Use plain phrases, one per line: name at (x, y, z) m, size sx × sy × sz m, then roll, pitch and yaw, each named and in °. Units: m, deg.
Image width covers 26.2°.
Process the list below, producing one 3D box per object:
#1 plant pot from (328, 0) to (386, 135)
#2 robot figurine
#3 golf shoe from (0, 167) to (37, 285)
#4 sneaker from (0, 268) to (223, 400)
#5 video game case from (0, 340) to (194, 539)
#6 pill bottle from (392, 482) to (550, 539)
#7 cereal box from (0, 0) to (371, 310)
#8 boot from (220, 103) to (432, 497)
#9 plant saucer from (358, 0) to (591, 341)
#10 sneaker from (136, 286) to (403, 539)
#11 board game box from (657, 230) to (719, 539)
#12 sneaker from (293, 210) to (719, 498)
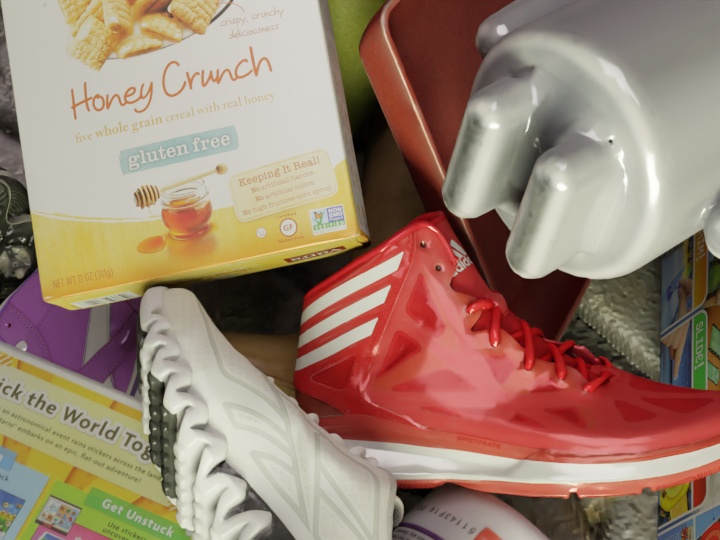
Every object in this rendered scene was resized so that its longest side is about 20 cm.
plant pot at (-0.056, -0.120, 0.779) m, size 0.185 × 0.188 × 0.202 m, roll 16°, pitch 67°, yaw 12°
robot figurine at (0.126, -0.071, 0.680) m, size 0.199 × 0.113 × 0.170 m, roll -27°, pitch 63°, yaw -32°
golf shoe at (-0.258, 0.012, 0.805) m, size 0.199 × 0.078 × 0.088 m, roll -29°, pitch 31°, yaw -6°
sneaker at (-0.142, 0.076, 0.759) m, size 0.113 × 0.073 × 0.202 m, roll 2°, pitch 53°, yaw 14°
video game case at (-0.155, 0.125, 0.660) m, size 0.198 × 0.023 × 0.183 m, roll 20°, pitch 61°, yaw 14°
pill bottle at (0.006, 0.195, 0.649) m, size 0.111 × 0.112 × 0.200 m, roll 39°, pitch 67°, yaw 23°
cereal box at (-0.082, -0.095, 0.679) m, size 0.142 × 0.040 × 0.203 m, roll -12°, pitch 81°, yaw 8°
boot at (0.000, 0.000, 0.781) m, size 0.174 × 0.066 × 0.202 m, roll 22°, pitch 59°, yaw -18°
plant saucer at (0.073, -0.083, 0.761) m, size 0.036 × 0.201 × 0.200 m, roll -3°, pitch 35°, yaw 35°
sneaker at (-0.033, 0.087, 0.628) m, size 0.080 × 0.075 × 0.201 m, roll -20°, pitch 61°, yaw -20°
board game box at (0.189, 0.048, 0.715) m, size 0.034 × 0.135 × 0.202 m, roll 18°, pitch 59°, yaw -18°
sneaker at (0.065, 0.032, 0.657) m, size 0.197 × 0.078 × 0.117 m, roll -2°, pitch 93°, yaw 6°
